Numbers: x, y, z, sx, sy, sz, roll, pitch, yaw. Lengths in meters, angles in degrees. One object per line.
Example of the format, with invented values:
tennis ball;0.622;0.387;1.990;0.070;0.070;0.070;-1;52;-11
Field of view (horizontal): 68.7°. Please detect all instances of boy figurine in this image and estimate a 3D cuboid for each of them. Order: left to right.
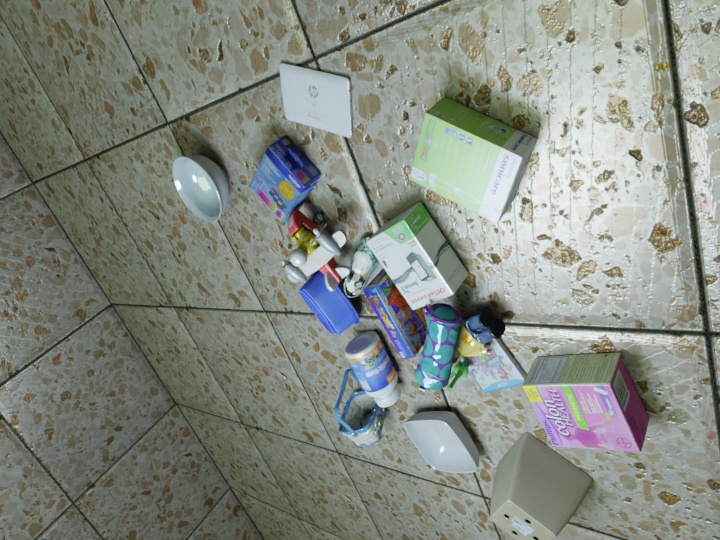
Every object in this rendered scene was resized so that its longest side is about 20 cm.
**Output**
boy figurine;0.247;0.157;1.240;0.124;0.065;0.200;44;138;-1

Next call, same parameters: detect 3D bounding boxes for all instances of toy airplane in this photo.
toy airplane;-0.119;-0.035;1.334;0.195;0.140;0.206;23;121;32

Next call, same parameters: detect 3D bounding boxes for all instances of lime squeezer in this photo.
lime squeezer;0.246;0.266;1.335;0.037;0.072;0.200;27;180;8

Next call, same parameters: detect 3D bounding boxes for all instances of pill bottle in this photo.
pill bottle;0.043;0.289;1.523;0.110;0.112;0.204;-8;117;45

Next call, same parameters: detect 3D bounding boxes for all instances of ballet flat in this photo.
ballet flat;0.000;0.000;1.357;0.073;0.074;0.203;33;139;14

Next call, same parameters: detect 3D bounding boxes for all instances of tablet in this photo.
tablet;-0.100;-0.380;1.177;0.196;0.014;0.133;22;134;27

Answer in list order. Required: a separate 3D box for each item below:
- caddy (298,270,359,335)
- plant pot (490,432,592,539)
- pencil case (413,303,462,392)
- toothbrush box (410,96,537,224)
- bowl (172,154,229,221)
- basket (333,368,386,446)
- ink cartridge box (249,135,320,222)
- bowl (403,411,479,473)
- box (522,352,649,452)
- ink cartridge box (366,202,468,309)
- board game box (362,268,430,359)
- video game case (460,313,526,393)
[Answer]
caddy;-0.082;0.083;1.477;0.202;0.104;0.141;53;164;-8
plant pot;0.442;0.586;1.356;0.197;0.177;0.203;33;140;16
pencil case;0.176;0.178;1.219;0.090;0.085;0.206;16;119;16
toothbrush box;0.205;-0.206;0.986;0.197;0.086;0.148;31;138;20
bowl;-0.447;-0.254;1.536;0.197;0.090;0.206;25;136;26
basket;-0.006;0.433;1.648;0.137;0.179;0.201;-22;121;33
ink cartridge box;-0.187;-0.236;1.328;0.137;0.076;0.200;46;139;1
bowl;0.243;0.489;1.536;0.198;0.075;0.203;-22;106;48
box;0.481;0.282;1.131;0.197;0.097;0.179;-13;113;47
ink cartridge box;0.129;-0.028;1.203;0.144;0.084;0.202;-26;103;49
board game box;0.102;0.090;1.287;0.044;0.134;0.203;-14;113;46
video game case;0.300;0.208;1.295;0.202;0.018;0.142;52;140;-6
